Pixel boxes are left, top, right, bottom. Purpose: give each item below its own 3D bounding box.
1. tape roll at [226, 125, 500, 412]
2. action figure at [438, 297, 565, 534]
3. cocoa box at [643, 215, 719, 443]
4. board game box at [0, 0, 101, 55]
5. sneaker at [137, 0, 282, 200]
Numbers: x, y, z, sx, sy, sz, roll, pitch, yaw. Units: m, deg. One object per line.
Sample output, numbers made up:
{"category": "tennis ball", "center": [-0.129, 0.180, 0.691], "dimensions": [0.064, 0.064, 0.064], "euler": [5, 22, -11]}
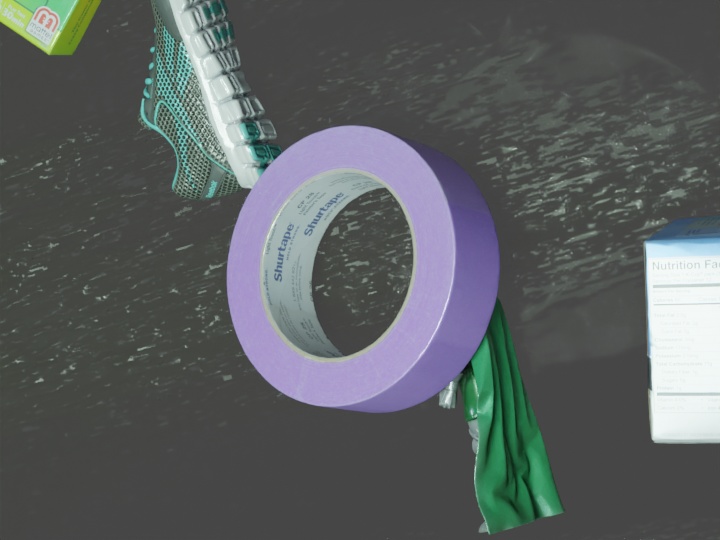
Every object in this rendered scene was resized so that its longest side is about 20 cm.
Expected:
{"category": "tape roll", "center": [0.000, 0.000, 1.333], "dimensions": [0.199, 0.065, 0.202], "euler": [-7, 79, 35]}
{"category": "action figure", "center": [0.091, 0.086, 1.347], "dimensions": [0.054, 0.118, 0.201], "euler": [-15, 84, 28]}
{"category": "cocoa box", "center": [0.265, 0.033, 1.233], "dimensions": [0.132, 0.200, 0.132], "euler": [-2, 95, 16]}
{"category": "board game box", "center": [-0.221, -0.277, 1.409], "dimensions": [0.101, 0.048, 0.201], "euler": [33, 103, 10]}
{"category": "sneaker", "center": [-0.134, -0.143, 1.389], "dimensions": [0.091, 0.078, 0.201], "euler": [-20, 89, 20]}
